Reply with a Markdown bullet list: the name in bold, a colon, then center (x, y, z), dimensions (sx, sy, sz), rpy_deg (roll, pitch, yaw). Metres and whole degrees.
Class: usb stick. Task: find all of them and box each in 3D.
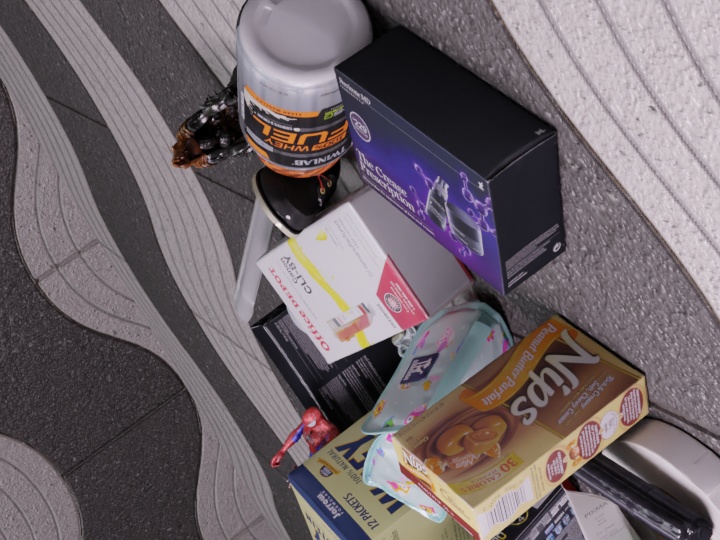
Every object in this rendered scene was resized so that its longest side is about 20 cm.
- **usb stick**: center (0.219, 0.183, 1.113), dimensions (0.200, 0.033, 0.055), rpy_deg (31, -175, 40)

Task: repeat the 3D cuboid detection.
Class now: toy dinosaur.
- **toy dinosaur**: center (-0.166, -0.156, 1.477), dimensions (0.102, 0.135, 0.200), rpy_deg (47, -149, -31)

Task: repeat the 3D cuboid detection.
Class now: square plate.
- **square plate**: center (-0.121, -0.043, 1.511), dimensions (0.028, 0.199, 0.200), rpy_deg (13, 169, -5)

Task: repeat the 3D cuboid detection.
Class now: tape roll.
- **tape roll**: center (0.299, 0.224, 1.140), dimensions (0.203, 0.037, 0.203), rpy_deg (48, 163, 21)

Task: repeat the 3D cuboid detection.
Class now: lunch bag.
- **lunch bag**: center (0.085, 0.140, 1.305), dimensions (0.122, 0.171, 0.200), rpy_deg (26, 152, 14)

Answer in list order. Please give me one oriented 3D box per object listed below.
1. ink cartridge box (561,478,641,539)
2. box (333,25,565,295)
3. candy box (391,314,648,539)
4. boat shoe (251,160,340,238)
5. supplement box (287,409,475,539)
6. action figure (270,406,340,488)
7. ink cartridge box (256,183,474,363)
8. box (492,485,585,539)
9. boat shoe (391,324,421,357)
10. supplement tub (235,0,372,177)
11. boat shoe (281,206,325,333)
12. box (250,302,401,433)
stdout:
- **ink cartridge box**: center (0.263, 0.276, 1.239), dimensions (0.161, 0.050, 0.200), rpy_deg (53, -168, -24)
- **box**: center (0.075, -0.095, 1.068), dimensions (0.200, 0.079, 0.141), rpy_deg (41, 156, 37)
- **candy box**: center (0.141, 0.135, 1.111), dimensions (0.115, 0.200, 0.055), rpy_deg (38, 153, 43)
- **boat shoe**: center (-0.063, -0.094, 1.310), dimensions (0.074, 0.063, 0.201), rpy_deg (50, -162, -13)
- **supplement box**: center (0.048, 0.269, 1.483), dimensions (0.134, 0.200, 0.200), rpy_deg (42, 159, 35)
- **action figure**: center (-0.064, 0.240, 1.513), dimensions (0.065, 0.099, 0.200), rpy_deg (36, 149, 33)
- **ink cartridge box**: center (0.000, 0.000, 1.332), dimensions (0.145, 0.083, 0.200), rpy_deg (55, 143, -5)
- **box**: center (0.180, 0.342, 1.384), dimensions (0.049, 0.200, 0.161), rpy_deg (17, 146, 52)
- **boat shoe**: center (0.038, 0.050, 1.456), dimensions (0.202, 0.065, 0.074), rpy_deg (56, 163, -5)
- **supplement tub**: center (-0.055, -0.174, 1.184), dimensions (0.123, 0.122, 0.200), rpy_deg (50, 163, 15)
- **boat shoe**: center (-0.063, -0.018, 1.486), dimensions (0.201, 0.071, 0.091), rpy_deg (-105, 5, -47)
- **box**: center (-0.019, 0.111, 1.569), dimensions (0.200, 0.141, 0.079), rpy_deg (57, 164, -7)
